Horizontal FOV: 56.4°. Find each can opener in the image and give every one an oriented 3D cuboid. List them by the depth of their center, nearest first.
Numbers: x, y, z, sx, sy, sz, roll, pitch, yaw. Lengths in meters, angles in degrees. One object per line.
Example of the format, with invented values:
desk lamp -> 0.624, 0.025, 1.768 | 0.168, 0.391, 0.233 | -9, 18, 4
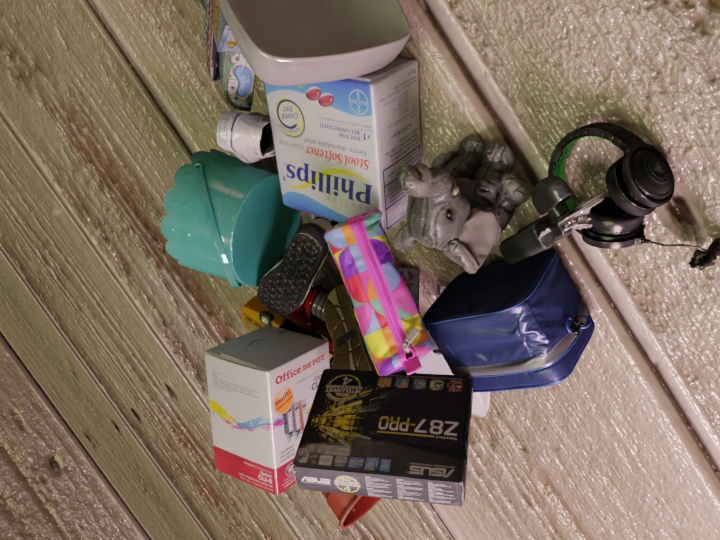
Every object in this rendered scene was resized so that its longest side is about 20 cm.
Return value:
can opener -> 0.205, -0.055, 0.751 | 0.067, 0.052, 0.200 | 60, 169, 8

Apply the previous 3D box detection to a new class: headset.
headset -> 0.292, -0.075, 0.716 | 0.201, 0.093, 0.125 | 49, 147, 27

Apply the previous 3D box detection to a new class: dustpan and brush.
dustpan and brush -> 0.129, 0.115, 1.010 | 0.138, 0.057, 0.203 | 13, 133, 35

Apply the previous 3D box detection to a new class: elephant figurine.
elephant figurine -> 0.098, -0.066, 0.783 | 0.140, 0.200, 0.157 | -22, 103, 48

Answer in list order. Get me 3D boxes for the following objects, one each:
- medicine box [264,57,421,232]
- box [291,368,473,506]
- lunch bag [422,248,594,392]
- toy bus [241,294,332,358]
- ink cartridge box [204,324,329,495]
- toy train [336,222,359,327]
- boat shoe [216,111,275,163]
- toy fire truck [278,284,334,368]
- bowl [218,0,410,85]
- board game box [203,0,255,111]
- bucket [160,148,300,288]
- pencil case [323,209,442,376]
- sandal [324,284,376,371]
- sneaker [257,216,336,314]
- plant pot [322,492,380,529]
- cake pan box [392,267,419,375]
medicine box -> -0.020, -0.175, 0.890 | 0.180, 0.103, 0.203 | 18, 129, 33
box -> 0.033, 0.194, 0.809 | 0.196, 0.162, 0.050 | 2, 128, 14
lunch bag -> 0.194, 0.072, 0.842 | 0.198, 0.136, 0.134 | -15, 112, 49
toy bus -> -0.125, 0.110, 1.223 | 0.198, 0.065, 0.079 | 29, 135, 25
ink cartridge box -> -0.140, 0.210, 1.058 | 0.143, 0.144, 0.204 | 8, 109, 36
toy train -> 0.000, 0.000, 0.978 | 0.034, 0.045, 0.203 | 113, 148, -57
boat shoe -> -0.143, -0.184, 0.956 | 0.065, 0.200, 0.075 | 13, 103, 6
toy fire truck -> -0.046, 0.043, 1.078 | 0.174, 0.129, 0.202 | 27, 144, 26
bowl -> -0.063, -0.289, 0.756 | 0.202, 0.197, 0.075 | 64, 153, 22
board game box -> -0.167, -0.322, 0.875 | 0.202, 0.060, 0.202 | 109, 151, -45
bucket -> -0.197, -0.077, 1.059 | 0.133, 0.207, 0.210 | 18, 130, 26
pencil case -> 0.024, 0.029, 0.820 | 0.088, 0.087, 0.203 | -32, 79, 49
sandal -> -0.006, 0.118, 0.982 | 0.080, 0.053, 0.204 | -29, 61, 35
sneaker -> -0.087, -0.010, 1.022 | 0.071, 0.083, 0.200 | 39, 129, -3
plant pot -> -0.026, 0.308, 1.193 | 0.195, 0.199, 0.203 | 43, 140, 22
cake pan box -> 0.054, 0.124, 0.983 | 0.051, 0.202, 0.187 | 7, 131, 0
